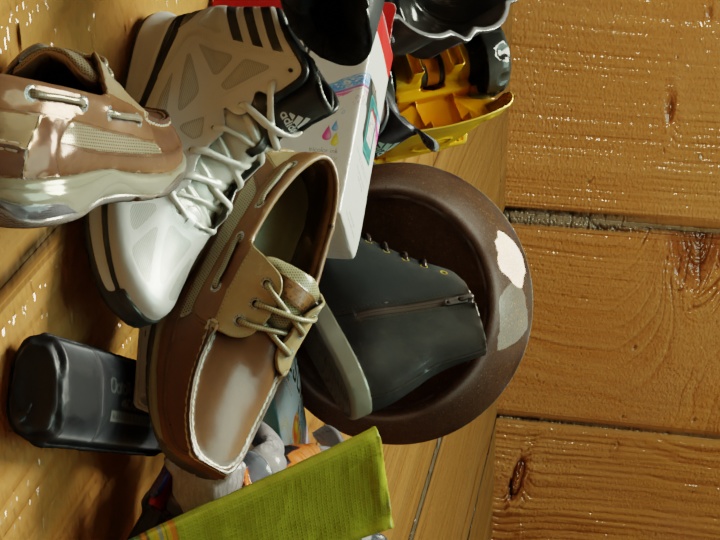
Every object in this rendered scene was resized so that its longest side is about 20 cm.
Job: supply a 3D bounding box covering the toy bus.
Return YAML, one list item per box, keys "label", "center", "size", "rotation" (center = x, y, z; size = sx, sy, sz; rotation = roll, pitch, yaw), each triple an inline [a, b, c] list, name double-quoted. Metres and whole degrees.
- label: "toy bus"
  center: [0.032, -0.192, 1.311]
  size: [0.192, 0.135, 0.201]
  rotation: [127, -53, -71]

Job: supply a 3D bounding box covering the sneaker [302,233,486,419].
- label: "sneaker"
  center: [0.000, 0.000, 0.997]
  size: [0.075, 0.106, 0.200]
  rotation: [97, -31, -59]

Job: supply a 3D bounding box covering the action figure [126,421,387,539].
- label: "action figure"
  center: [-0.052, 0.122, 0.907]
  size: [0.201, 0.104, 0.193]
  rotation: [-63, 153, 0]

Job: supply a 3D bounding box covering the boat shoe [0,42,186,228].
- label: "boat shoe"
  center: [-0.130, -0.067, 0.677]
  size: [0.200, 0.075, 0.072]
  rotation: [-46, 138, -76]

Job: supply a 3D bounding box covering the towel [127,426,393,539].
- label: "towel"
  center: [-0.073, 0.158, 0.829]
  size: [0.018, 0.199, 0.086]
  rotation: [52, -21, 41]

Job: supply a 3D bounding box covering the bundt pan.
- label: "bundt pan"
  center: [0.027, -0.255, 1.167]
  size: [0.076, 0.201, 0.203]
  rotation: [-34, -141, 53]

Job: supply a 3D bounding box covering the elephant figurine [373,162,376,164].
- label: "elephant figurine"
  center: [0.001, -0.010, 1.198]
  size: [0.200, 0.155, 0.142]
  rotation: [-80, -166, -70]

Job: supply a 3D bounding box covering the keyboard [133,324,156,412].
- label: "keyboard"
  center: [-0.104, -0.007, 0.858]
  size: [0.056, 0.011, 0.201]
  rotation: [36, 46, -49]

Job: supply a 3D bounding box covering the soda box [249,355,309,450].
- label: "soda box"
  center: [-0.080, 0.080, 1.004]
  size: [0.064, 0.068, 0.200]
  rotation: [-76, 165, -46]

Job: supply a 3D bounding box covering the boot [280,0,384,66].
- label: "boot"
  center: [0.012, -0.201, 0.840]
  size: [0.165, 0.065, 0.201]
  rotation: [49, 40, -50]

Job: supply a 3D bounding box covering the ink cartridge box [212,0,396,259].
- label: "ink cartridge box"
  center: [-0.047, -0.113, 0.970]
  size: [0.067, 0.116, 0.201]
  rotation: [72, 25, -62]

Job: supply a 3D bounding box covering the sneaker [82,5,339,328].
- label: "sneaker"
  center: [-0.077, -0.067, 0.798]
  size: [0.076, 0.115, 0.201]
  rotation: [47, 42, -50]

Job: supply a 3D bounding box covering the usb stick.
- label: "usb stick"
  center: [-0.139, 0.071, 0.798]
  size: [0.200, 0.032, 0.056]
  rotation: [41, 48, -77]

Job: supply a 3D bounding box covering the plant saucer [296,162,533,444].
- label: "plant saucer"
  center: [0.019, 0.022, 1.035]
  size: [0.034, 0.199, 0.201]
  rotation: [13, 82, -73]

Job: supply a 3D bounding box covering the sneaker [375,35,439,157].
- label: "sneaker"
  center: [-0.012, -0.083, 1.098]
  size: [0.078, 0.139, 0.201]
  rotation: [-8, 103, -79]

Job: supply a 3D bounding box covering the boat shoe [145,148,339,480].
- label: "boat shoe"
  center: [-0.060, 0.014, 0.817]
  size: [0.076, 0.074, 0.201]
  rotation: [34, 56, -37]
